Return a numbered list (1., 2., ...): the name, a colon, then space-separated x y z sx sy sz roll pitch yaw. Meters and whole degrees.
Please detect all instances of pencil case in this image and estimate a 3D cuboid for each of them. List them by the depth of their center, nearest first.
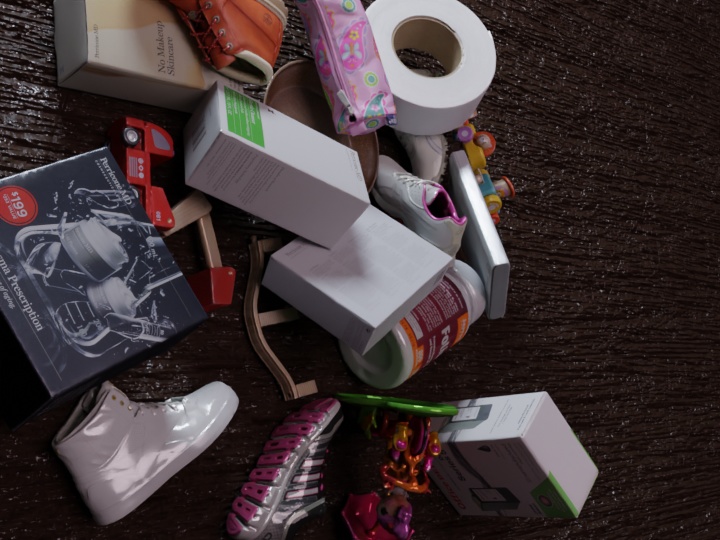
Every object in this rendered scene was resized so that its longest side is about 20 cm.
1. pencil case: -0.019 -0.271 1.205 0.087 0.087 0.201 -19 92 -46

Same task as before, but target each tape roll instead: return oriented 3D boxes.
1. tape roll: 0.086 -0.292 1.311 0.201 0.071 0.203 5 64 -11

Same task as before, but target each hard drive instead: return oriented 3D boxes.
1. hard drive: 0.162 -0.050 1.306 0.132 0.026 0.201 83 -7 -55

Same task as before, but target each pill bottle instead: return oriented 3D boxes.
1. pill bottle: 0.073 0.063 1.227 0.200 0.114 0.115 -30 99 -44

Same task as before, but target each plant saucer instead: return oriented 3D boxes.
1. plant saucer: -0.058 -0.173 1.223 0.200 0.037 0.202 14 69 -42

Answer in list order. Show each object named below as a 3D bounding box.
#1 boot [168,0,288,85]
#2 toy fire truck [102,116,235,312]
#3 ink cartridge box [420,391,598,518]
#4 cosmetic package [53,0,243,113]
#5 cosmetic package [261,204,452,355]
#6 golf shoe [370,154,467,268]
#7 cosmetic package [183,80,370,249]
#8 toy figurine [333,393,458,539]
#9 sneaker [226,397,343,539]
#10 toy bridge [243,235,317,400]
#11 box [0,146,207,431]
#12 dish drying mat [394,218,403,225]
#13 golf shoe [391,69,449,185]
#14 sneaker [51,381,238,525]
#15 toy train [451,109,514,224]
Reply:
1. boot: -0.164 -0.280 1.024 0.199 0.075 0.108 23 64 -39
2. toy fire truck: -0.209 -0.060 1.031 0.141 0.049 0.201 9 71 -43
3. ink cartridge box: 0.181 0.243 1.222 0.146 0.199 0.084 54 50 -19
4. cosmetic package: -0.233 -0.245 1.045 0.199 0.071 0.106 3 76 -44
5. cosmetic package: 0.000 0.000 1.132 0.151 0.052 0.200 36 39 14
6. golf shoe: 0.079 -0.096 1.253 0.075 0.092 0.200 -11 53 -36
7. cosmetic package: -0.096 -0.117 1.071 0.199 0.085 0.108 22 34 -31
8. toy figurine: 0.042 0.246 1.111 0.149 0.200 0.185 8 84 -21
9. sneaker: -0.070 0.238 1.067 0.088 0.074 0.200 50 53 -24
10. toy bridge: -0.105 0.056 1.115 0.067 0.027 0.201 -10 84 -45
11. box: -0.279 0.011 0.875 0.182 0.104 0.201 -29 87 -46
12. dish drying mat: 0.004 -0.011 1.249 0.200 0.018 0.077 -22 93 -46
13. golf shoe: 0.075 -0.197 1.353 0.097 0.078 0.201 7 71 -19
14. sneaker: -0.215 0.146 0.948 0.200 0.073 0.116 -42 111 -42
15. toy train: 0.178 -0.169 1.395 0.150 0.055 0.201 -88 158 -78
